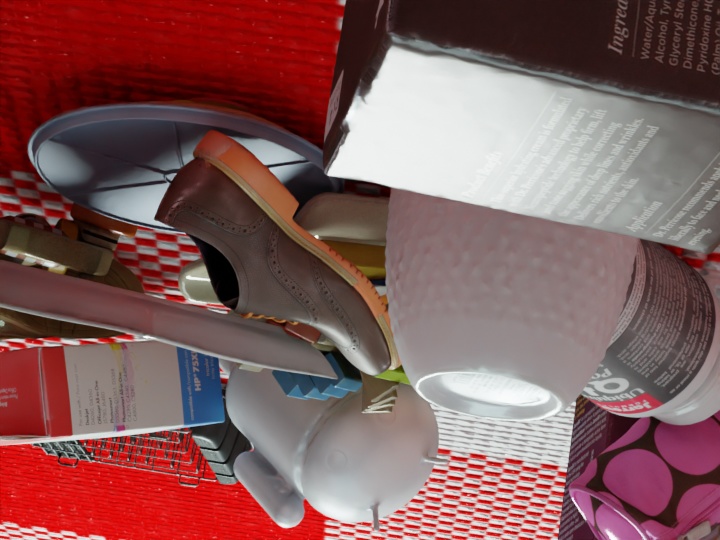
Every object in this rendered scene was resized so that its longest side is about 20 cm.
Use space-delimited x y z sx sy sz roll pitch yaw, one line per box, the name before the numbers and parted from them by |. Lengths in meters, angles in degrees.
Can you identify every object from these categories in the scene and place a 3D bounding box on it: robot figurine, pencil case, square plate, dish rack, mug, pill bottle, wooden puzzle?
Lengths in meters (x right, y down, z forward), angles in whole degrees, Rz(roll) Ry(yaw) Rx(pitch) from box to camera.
robot figurine | -0.020 0.105 1.775 0.200 0.170 0.113 43 -172 38
pencil case | 0.241 0.124 1.668 0.094 0.200 0.091 22 147 53
square plate | -0.143 0.026 1.504 0.200 0.029 0.198 12 178 35
dish rack | -0.198 0.133 2.087 0.200 0.055 0.153 7 158 10
mug | 0.076 -0.002 1.436 0.147 0.176 0.200 16 158 -19
pill bottle | 0.164 0.030 1.576 0.111 0.111 0.200 -8 154 37
wooden puzzle | 0.000 0.000 1.625 0.185 0.037 0.200 6 162 -28

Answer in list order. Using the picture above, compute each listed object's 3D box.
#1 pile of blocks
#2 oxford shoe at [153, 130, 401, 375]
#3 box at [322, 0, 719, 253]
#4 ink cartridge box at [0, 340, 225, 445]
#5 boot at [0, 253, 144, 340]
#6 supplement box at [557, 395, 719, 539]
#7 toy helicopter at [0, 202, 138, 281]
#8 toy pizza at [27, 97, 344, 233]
pile of blocks | -0.018 0.051 1.596 0.200 0.082 0.062 -9 166 37
oxford shoe | -0.050 0.006 1.481 0.200 0.073 0.071 47 165 -28
box | 0.102 -0.125 1.117 0.200 0.165 0.166 12 160 -8
ink cartridge box | -0.212 0.089 1.769 0.200 0.067 0.116 -2 174 -42
boot | -0.261 0.028 1.806 0.200 0.073 0.155 4 164 -6
supplement box | 0.221 0.155 1.757 0.131 0.200 0.103 12 159 -9
toy helicopter | -0.234 -0.027 1.596 0.132 0.079 0.200 19 180 12
toy pizza | -0.108 -0.071 1.536 0.200 0.032 0.200 5 160 2
